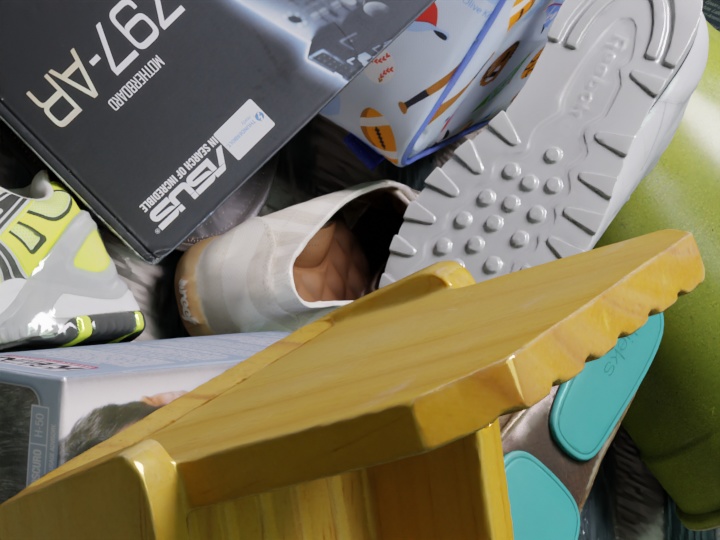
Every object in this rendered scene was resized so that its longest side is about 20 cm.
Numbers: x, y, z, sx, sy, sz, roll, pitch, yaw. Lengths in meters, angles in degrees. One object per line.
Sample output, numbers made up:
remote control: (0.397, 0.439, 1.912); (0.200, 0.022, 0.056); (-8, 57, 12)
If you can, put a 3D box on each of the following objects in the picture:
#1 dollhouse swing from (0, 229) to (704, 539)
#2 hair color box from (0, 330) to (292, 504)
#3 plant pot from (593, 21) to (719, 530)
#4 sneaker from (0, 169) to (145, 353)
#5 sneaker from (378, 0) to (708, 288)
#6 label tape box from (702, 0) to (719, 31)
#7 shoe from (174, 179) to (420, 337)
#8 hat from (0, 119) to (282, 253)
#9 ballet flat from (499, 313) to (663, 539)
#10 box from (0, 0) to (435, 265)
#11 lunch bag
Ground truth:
dollhouse swing: (0.016, 0.091, 0.828); (0.200, 0.175, 0.183); (-29, 115, -54)
hair color box: (-0.068, 0.077, 0.917); (0.200, 0.060, 0.100); (-3, 98, -56)
plant pot: (0.163, -0.017, 1.202); (0.193, 0.200, 0.200); (47, 39, -5)
sneaker: (-0.159, 0.006, 0.889); (0.200, 0.075, 0.077); (-1, 64, -61)
sneaker: (0.084, -0.035, 1.079); (0.076, 0.200, 0.081); (35, -10, 21)
label tape box: (0.170, -0.156, 1.258); (0.143, 0.200, 0.066); (14, 55, -46)
shoe: (0.000, 0.000, 1.083); (0.200, 0.053, 0.070); (-15, 85, -58)
hat: (-0.072, -0.112, 1.039); (0.200, 0.081, 0.201); (27, 51, -39)
ballet flat: (0.064, 0.082, 1.097); (0.068, 0.072, 0.200); (44, 57, -28)
box: (-0.062, -0.127, 0.950); (0.160, 0.200, 0.044); (46, 5, -13)
lunch bag: (0.049, -0.122, 1.112); (0.075, 0.161, 0.200); (38, 18, 9)
